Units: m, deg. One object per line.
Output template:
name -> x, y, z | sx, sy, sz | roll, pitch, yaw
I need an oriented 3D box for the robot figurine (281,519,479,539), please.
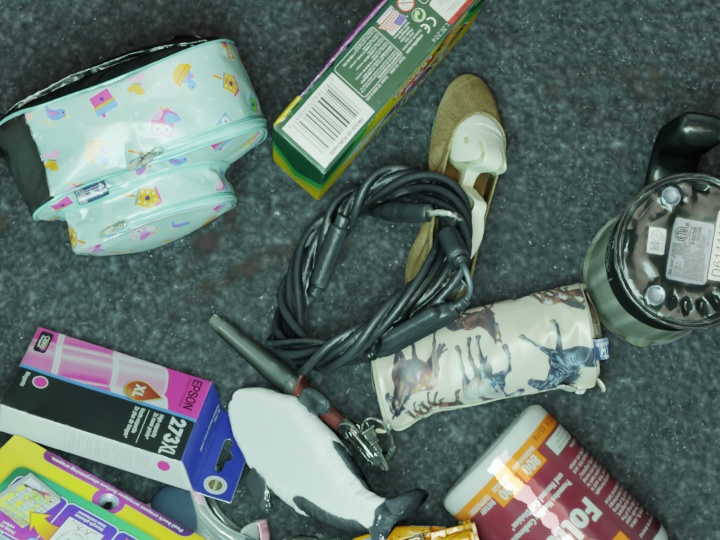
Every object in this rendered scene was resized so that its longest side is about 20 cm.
robot figurine -> 0.005, 0.264, 1.501 | 0.198, 0.058, 0.147 | -16, 81, 3

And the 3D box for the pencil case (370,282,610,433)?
pencil case -> 0.100, 0.074, 1.581 | 0.198, 0.078, 0.090 | -13, 74, -2

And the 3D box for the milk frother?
milk frother -> 0.294, -0.013, 1.537 | 0.199, 0.188, 0.182 | 27, 85, 2

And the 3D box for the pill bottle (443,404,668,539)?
pill bottle -> 0.172, 0.214, 1.548 | 0.200, 0.114, 0.114 | 44, 85, 4

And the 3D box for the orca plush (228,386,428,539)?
orca plush -> -0.020, 0.152, 1.542 | 0.199, 0.071, 0.106 | 15, 90, 40

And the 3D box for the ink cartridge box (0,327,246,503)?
ink cartridge box -> -0.184, 0.116, 1.569 | 0.198, 0.037, 0.095 | 19, 42, -1

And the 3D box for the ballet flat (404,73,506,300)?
ballet flat -> 0.085, -0.064, 1.594 | 0.067, 0.072, 0.202 | 19, 83, -23

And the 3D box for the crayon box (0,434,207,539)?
crayon box -> -0.229, 0.235, 1.472 | 0.199, 0.059, 0.173 | 27, 41, 12

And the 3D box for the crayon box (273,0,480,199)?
crayon box -> 0.015, -0.157, 1.548 | 0.058, 0.173, 0.200 | 41, 85, 2

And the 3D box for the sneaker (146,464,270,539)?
sneaker -> -0.091, 0.247, 1.563 | 0.082, 0.070, 0.200 | -40, 87, -1

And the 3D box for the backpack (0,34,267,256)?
backpack -> -0.169, -0.099, 1.545 | 0.199, 0.176, 0.154 | -29, 87, 1

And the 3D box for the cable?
cable -> 0.000, 0.000, 1.561 | 0.199, 0.051, 0.164 | -30, 52, 22

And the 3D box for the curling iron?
curling iron -> -0.047, 0.093, 1.580 | 0.199, 0.050, 0.026 | 38, 60, 23
